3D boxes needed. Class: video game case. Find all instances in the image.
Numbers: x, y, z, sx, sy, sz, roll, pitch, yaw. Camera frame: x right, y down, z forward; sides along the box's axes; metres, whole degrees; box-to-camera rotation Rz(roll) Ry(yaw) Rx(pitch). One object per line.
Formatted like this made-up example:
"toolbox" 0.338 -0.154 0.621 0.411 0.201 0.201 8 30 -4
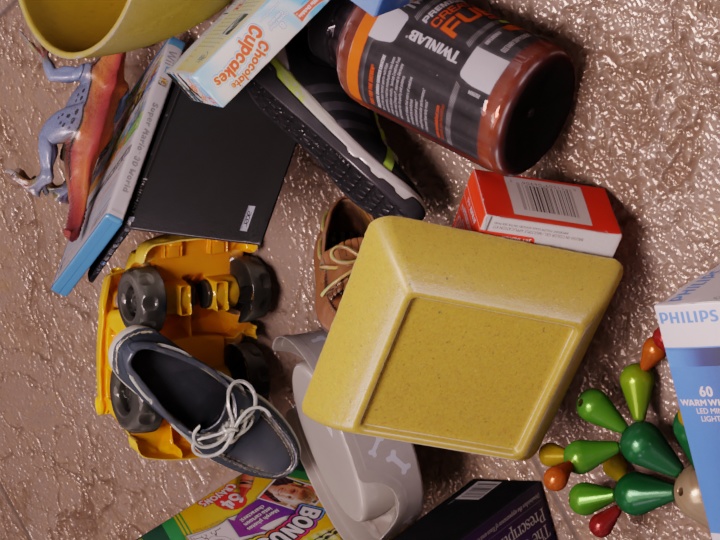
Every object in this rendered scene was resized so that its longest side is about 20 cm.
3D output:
"video game case" -0.209 -0.090 1.676 0.018 0.201 0.143 25 144 -15

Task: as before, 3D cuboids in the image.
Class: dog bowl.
"dog bowl" -0.009 0.139 1.641 0.200 0.058 0.200 58 162 32

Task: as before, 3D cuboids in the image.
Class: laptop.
"laptop" -0.136 -0.080 1.649 0.103 0.178 0.200 25 152 -12

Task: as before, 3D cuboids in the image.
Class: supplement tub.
"supplement tub" 0.056 -0.156 1.467 0.200 0.107 0.107 29 126 28

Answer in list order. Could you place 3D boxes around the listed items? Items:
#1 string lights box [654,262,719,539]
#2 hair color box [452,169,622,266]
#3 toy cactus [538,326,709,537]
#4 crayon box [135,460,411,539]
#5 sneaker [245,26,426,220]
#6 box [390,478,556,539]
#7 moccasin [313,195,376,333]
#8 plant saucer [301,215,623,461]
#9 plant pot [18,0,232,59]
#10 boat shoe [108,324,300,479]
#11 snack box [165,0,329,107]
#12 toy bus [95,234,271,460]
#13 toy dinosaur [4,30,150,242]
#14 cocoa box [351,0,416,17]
"string lights box" 0.281 0.100 1.390 0.059 0.103 0.201 -4 107 43
"hair color box" 0.114 0.026 1.492 0.064 0.110 0.201 -100 22 -50
"toy cactus" 0.231 0.147 1.475 0.165 0.102 0.200 38 123 9
"crayon box" -0.070 0.252 1.702 0.172 0.200 0.059 24 124 31
"sneaker" -0.007 -0.124 1.552 0.200 0.083 0.072 45 164 10
"box" 0.082 0.274 1.579 0.079 0.200 0.142 -3 108 42
"moccasin" 0.002 0.000 1.554 0.073 0.202 0.078 3 116 -4
"plant saucer" 0.076 0.066 1.450 0.199 0.049 0.201 11 126 -14
"plant pot" -0.172 -0.267 1.572 0.200 0.142 0.201 0 90 50
"boat shoe" -0.127 0.118 1.651 0.200 0.075 0.062 44 176 -20
"snack box" -0.091 -0.182 1.509 0.037 0.116 0.200 45 177 -13
"toy bus" -0.180 0.050 1.767 0.192 0.135 0.201 24 115 55
"toy dinosaur" -0.220 -0.139 1.683 0.182 0.105 0.200 -52 52 10
"cocoa box" -0.004 -0.304 1.432 0.200 0.131 0.134 38 130 22
